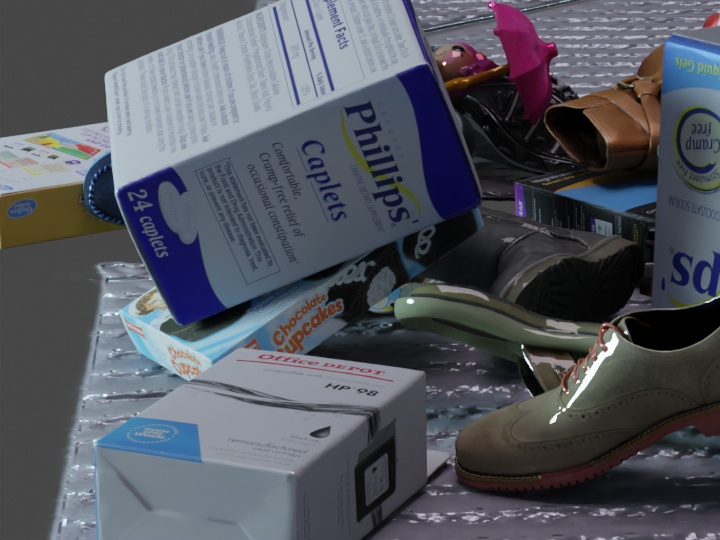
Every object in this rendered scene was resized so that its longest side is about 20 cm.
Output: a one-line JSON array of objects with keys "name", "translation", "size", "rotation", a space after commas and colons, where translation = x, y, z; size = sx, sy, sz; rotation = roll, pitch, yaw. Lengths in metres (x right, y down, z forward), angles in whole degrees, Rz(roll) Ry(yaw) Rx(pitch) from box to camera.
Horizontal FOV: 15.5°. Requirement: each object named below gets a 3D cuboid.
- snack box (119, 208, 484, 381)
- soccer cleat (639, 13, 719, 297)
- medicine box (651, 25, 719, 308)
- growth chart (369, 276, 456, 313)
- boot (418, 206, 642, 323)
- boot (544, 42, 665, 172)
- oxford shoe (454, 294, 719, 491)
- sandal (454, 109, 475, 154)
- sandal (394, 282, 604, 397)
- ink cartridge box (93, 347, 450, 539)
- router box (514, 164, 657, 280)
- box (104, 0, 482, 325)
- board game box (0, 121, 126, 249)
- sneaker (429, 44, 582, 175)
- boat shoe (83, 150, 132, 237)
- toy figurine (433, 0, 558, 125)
[{"name": "snack box", "translation": [-0.036, -0.001, 1.614], "size": [0.200, 0.037, 0.116], "rotation": [-35, 30, -21]}, {"name": "soccer cleat", "translation": [0.231, -0.064, 1.693], "size": [0.085, 0.201, 0.069], "rotation": [9, -12, 2]}, {"name": "medicine box", "translation": [0.268, -0.031, 1.543], "size": [0.103, 0.201, 0.182], "rotation": [-10, 19, -34]}, {"name": "growth chart", "translation": [0.000, 0.000, 1.763], "size": [0.200, 0.018, 0.145], "rotation": [-12, 21, -29]}, {"name": "boot", "translation": [0.056, -0.010, 1.669], "size": [0.200, 0.073, 0.182], "rotation": [21, 16, 25]}, {"name": "boot", "translation": [0.199, -0.117, 1.874], "size": [0.154, 0.074, 0.200], "rotation": [-13, 15, -18]}, {"name": "oxford shoe", "translation": [0.133, 0.057, 1.397], "size": [0.200, 0.075, 0.071], "rotation": [-21, 27, 16]}, {"name": "sandal", "translation": [-0.003, -0.093, 1.820], "size": [0.200, 0.075, 0.048], "rotation": [22, -9, 37]}, {"name": "sandal", "translation": [0.111, 0.060, 1.493], "size": [0.200, 0.057, 0.080], "rotation": [16, -16, 11]}, {"name": "ink cartridge box", "translation": [-0.040, 0.094, 1.379], "size": [0.116, 0.067, 0.200], "rotation": [6, 19, 24]}, {"name": "router box", "translation": [0.228, -0.045, 1.834], "size": [0.200, 0.051, 0.149], "rotation": [-14, 20, -36]}, {"name": "box", "translation": [-0.044, -0.081, 1.605], "size": [0.200, 0.105, 0.184], "rotation": [-22, 27, 4]}, {"name": "board game box", "translation": [-0.203, -0.067, 1.945], "size": [0.200, 0.040, 0.153], "rotation": [-10, 20, -28]}, {"name": "sneaker", "translation": [0.106, -0.118, 2.048], "size": [0.200, 0.074, 0.079], "rotation": [23, -12, 28]}, {"name": "boat shoe", "translation": [-0.093, -0.059, 1.851], "size": [0.199, 0.084, 0.069], "rotation": [-5, 21, -7]}, {"name": "toy figurine", "translation": [0.051, -0.135, 1.959], "size": [0.184, 0.151, 0.200], "rotation": [-17, 9, -29]}]
